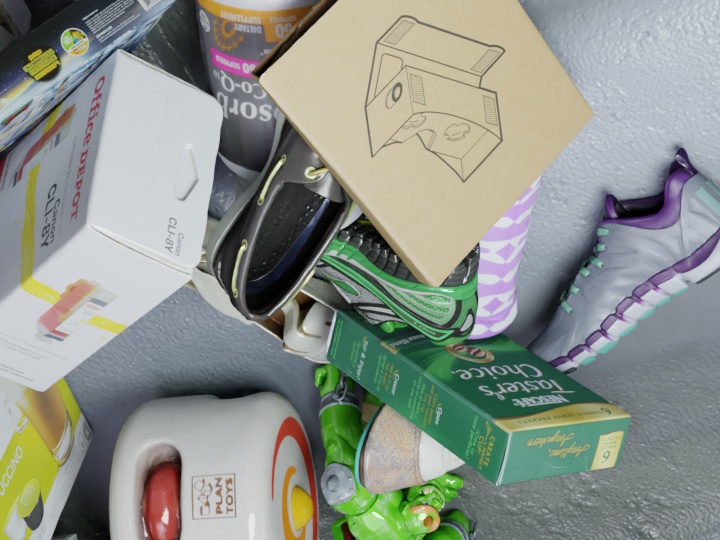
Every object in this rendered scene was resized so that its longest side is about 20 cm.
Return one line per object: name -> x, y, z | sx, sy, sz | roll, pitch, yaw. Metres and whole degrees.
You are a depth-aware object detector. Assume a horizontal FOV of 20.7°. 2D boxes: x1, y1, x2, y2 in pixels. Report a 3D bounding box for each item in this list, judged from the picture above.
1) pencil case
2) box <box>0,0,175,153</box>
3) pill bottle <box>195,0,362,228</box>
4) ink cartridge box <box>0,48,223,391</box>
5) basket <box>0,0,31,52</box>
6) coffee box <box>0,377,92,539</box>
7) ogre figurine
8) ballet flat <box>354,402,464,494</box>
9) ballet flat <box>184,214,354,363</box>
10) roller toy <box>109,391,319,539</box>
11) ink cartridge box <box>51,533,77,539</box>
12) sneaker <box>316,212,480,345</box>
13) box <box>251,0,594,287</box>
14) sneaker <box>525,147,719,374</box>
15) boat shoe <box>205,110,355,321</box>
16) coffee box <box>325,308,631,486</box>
pencil case -> 0.091, -0.044, 1.383 | 0.085, 0.084, 0.201 | -15, 136, -27
box -> -0.221, -0.118, 1.284 | 0.040, 0.200, 0.137 | 51, 150, -3
pill bottle -> -0.047, -0.129, 1.319 | 0.115, 0.117, 0.201 | 1, 127, 9
ink cartridge box -> -0.185, -0.030, 1.298 | 0.083, 0.146, 0.200 | 25, 141, -28
basket -> -0.349, -0.160, 1.337 | 0.199, 0.124, 0.136 | -22, 113, 24
coffee box -> -0.355, 0.132, 1.518 | 0.199, 0.200, 0.199 | -9, 124, 17
ogre figurine -> 0.024, 0.176, 1.534 | 0.097, 0.120, 0.201 | -7, 126, 15
ballet flat -> 0.057, 0.114, 1.439 | 0.067, 0.200, 0.069 | 5, 106, 19
ballet flat -> -0.063, 0.030, 1.475 | 0.199, 0.063, 0.068 | 29, 127, -12
roller toy -> -0.105, 0.189, 1.523 | 0.139, 0.200, 0.183 | -5, 120, 13
ink cartridge box -> -0.292, 0.247, 1.620 | 0.145, 0.200, 0.048 | -10, 97, 17
sneaker -> 0.000, 0.000, 1.385 | 0.199, 0.078, 0.086 | 24, 128, 42
box -> 0.044, -0.110, 1.236 | 0.164, 0.021, 0.200 | -47, 125, -10
sneaker -> 0.180, -0.005, 1.413 | 0.200, 0.074, 0.088 | -38, 97, 22
boat shoe -> -0.029, -0.058, 1.263 | 0.071, 0.061, 0.202 | 17, 115, -33
coffee box -> 0.081, 0.082, 1.388 | 0.122, 0.200, 0.044 | -2, 114, -38
